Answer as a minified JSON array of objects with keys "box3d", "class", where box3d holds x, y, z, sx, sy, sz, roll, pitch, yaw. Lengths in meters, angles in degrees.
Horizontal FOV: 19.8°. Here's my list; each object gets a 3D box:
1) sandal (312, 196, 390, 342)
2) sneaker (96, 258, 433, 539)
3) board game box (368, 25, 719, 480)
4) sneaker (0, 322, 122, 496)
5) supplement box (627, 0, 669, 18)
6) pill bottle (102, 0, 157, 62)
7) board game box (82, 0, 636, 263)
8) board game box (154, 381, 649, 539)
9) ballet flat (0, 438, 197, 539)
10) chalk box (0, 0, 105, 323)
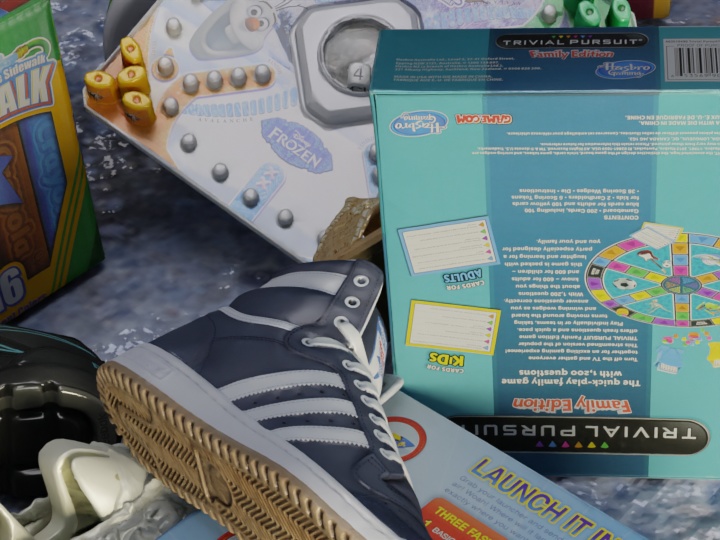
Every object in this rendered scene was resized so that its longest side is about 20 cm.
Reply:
[{"box3d":[-0.002,-0.004,0.910,0.211,0.078,0.070,-31,46,1],"class":"sandal"},{"box3d":[-0.003,0.063,0.775,0.108,0.070,0.200,-31,43,-27],"class":"sneaker"},{"box3d":[0.086,-0.003,0.832,0.150,0.200,0.047,1,39,7],"class":"board game box"},{"box3d":[-0.203,0.062,0.900,0.199,0.076,0.079,0,27,-6],"class":"sneaker"},{"box3d":[0.121,-0.249,1.179,0.103,0.131,0.200,-2,38,4],"class":"supplement box"},{"box3d":[-0.075,-0.171,1.130,0.111,0.111,0.200,-2,39,4],"class":"pill bottle"},{"box3d":[0.001,-0.104,0.992,0.200,0.026,0.200,35,75,11],"class":"board game box"},{"box3d":[0.010,0.150,0.766,0.200,0.056,0.196,30,50,35],"class":"board game box"},{"box3d":[-0.128,0.107,0.817,0.200,0.072,0.072,-28,44,-25],"class":"ballet flat"},{"box3d":[-0.217,-0.075,0.955,0.125,0.200,0.124,29,50,35],"class":"chalk box"}]
